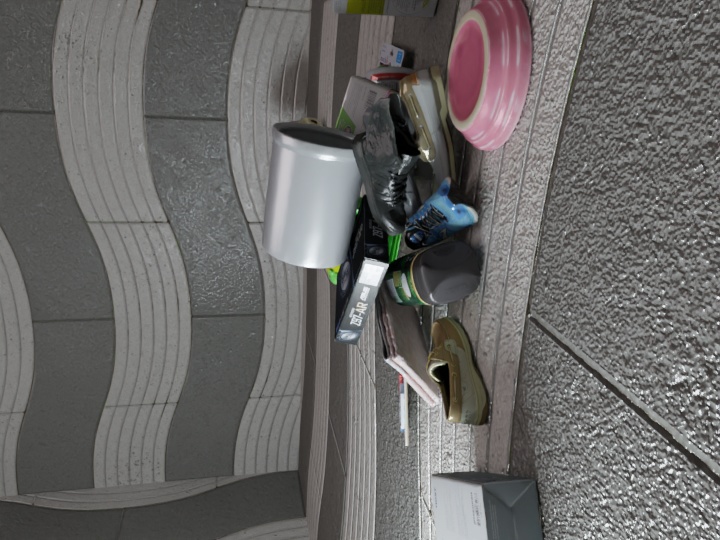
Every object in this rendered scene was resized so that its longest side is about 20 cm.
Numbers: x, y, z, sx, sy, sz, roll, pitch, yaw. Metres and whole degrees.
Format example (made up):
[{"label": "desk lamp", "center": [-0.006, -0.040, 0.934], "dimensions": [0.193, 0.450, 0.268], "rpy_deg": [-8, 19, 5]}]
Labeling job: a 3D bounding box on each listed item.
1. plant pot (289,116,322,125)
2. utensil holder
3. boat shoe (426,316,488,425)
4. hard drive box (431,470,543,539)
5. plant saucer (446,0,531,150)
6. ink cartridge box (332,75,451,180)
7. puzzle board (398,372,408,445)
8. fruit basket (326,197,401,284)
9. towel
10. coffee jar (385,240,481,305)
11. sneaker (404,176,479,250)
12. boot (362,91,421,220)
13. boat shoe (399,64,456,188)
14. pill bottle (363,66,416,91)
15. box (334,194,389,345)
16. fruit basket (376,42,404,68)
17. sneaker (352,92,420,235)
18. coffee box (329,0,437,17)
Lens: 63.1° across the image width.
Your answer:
[{"label": "plant pot", "center": [-0.227, -0.526, 2.367], "dimensions": [0.182, 0.195, 0.207], "rpy_deg": [173, 96, -66]}, {"label": "utensil holder", "center": [-0.081, -0.130, 0.998], "dimensions": [0.171, 0.165, 0.205], "rpy_deg": [-116, 35, -62]}, {"label": "boat shoe", "center": [0.137, 0.148, 0.908], "dimensions": [0.202, 0.064, 0.076], "rpy_deg": [-107, 20, -52]}, {"label": "hard drive box", "center": [0.163, 0.354, 0.775], "dimensions": [0.200, 0.074, 0.161], "rpy_deg": [130, 138, -71]}, {"label": "plant saucer", "center": [0.164, -0.268, 0.795], "dimensions": [0.200, 0.049, 0.207], "rpy_deg": [179, 90, -79]}, {"label": "ink cartridge box", "center": [0.061, -0.251, 1.036], "dimensions": [0.067, 0.196, 0.120], "rpy_deg": [-31, -35, -66]}, {"label": "puzzle board", "center": [0.085, 0.230, 1.183], "dimensions": [0.151, 0.017, 0.207], "rpy_deg": [18, -110, -86]}, {"label": "fruit basket", "center": [0.007, -0.039, 1.296], "dimensions": [0.216, 0.151, 0.223], "rpy_deg": [-172, 90, -90]}, {"label": "towel", "center": [0.077, 0.115, 1.043], "dimensions": [0.191, 0.032, 0.204], "rpy_deg": [49, -156, -45]}, {"label": "coffee jar", "center": [0.111, 0.008, 0.929], "dimensions": [0.200, 0.102, 0.088], "rpy_deg": [165, 88, -77]}, {"label": "sneaker", "center": [0.115, -0.070, 0.897], "dimensions": [0.079, 0.089, 0.200], "rpy_deg": [51, 167, 6]}, {"label": "boot", "center": [0.082, -0.189, 0.965], "dimensions": [0.073, 0.094, 0.204], "rpy_deg": [33, 150, 59]}, {"label": "boat shoe", "center": [0.108, -0.207, 0.909], "dimensions": [0.075, 0.066, 0.205], "rpy_deg": [-78, -24, -64]}, {"label": "pill bottle", "center": [0.059, -0.277, 1.135], "dimensions": [0.116, 0.112, 0.207], "rpy_deg": [-156, 66, -77]}, {"label": "box", "center": [0.000, 0.000, 1.006], "dimensions": [0.163, 0.042, 0.203], "rpy_deg": [-90, 15, -45]}, {"label": "fruit basket", "center": [0.041, -0.383, 1.275], "dimensions": [0.186, 0.091, 0.205], "rpy_deg": [-114, 29, -62]}, {"label": "sneaker", "center": [0.050, -0.154, 0.887], "dimensions": [0.103, 0.060, 0.204], "rpy_deg": [-9, 108, 45]}, {"label": "coffee box", "center": [0.041, -0.586, 1.010], "dimensions": [0.202, 0.191, 0.204], "rpy_deg": [102, 161, -52]}]
